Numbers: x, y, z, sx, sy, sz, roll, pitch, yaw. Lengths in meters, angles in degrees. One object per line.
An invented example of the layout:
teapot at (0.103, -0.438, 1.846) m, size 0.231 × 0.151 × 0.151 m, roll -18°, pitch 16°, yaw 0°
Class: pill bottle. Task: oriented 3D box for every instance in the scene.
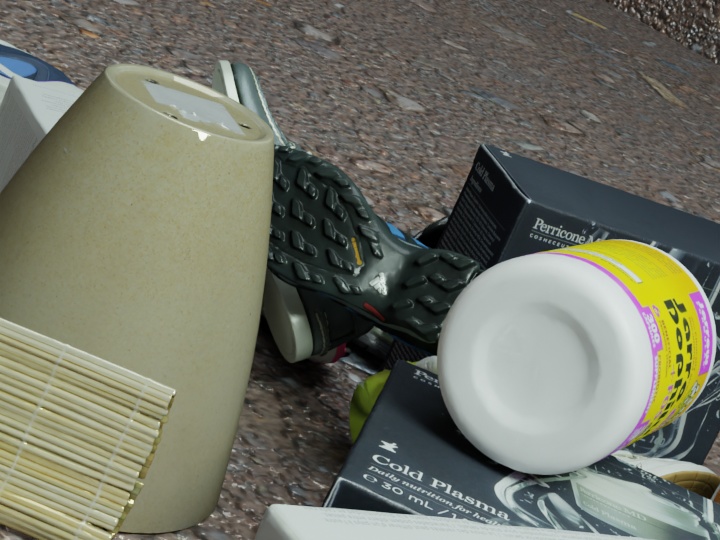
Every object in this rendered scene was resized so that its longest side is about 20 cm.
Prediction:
pill bottle at (0.118, 0.038, 1.056) m, size 0.104 × 0.104 × 0.200 m, roll 29°, pitch 15°, yaw 18°

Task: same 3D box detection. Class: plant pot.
plant pot at (-0.125, 0.001, 1.091) m, size 0.187 × 0.200 × 0.187 m, roll 22°, pitch 16°, yaw -6°

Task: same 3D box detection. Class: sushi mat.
sushi mat at (-0.194, 0.062, 0.989) m, size 0.200 × 0.096 × 0.012 m, roll 22°, pitch 8°, yaw -3°

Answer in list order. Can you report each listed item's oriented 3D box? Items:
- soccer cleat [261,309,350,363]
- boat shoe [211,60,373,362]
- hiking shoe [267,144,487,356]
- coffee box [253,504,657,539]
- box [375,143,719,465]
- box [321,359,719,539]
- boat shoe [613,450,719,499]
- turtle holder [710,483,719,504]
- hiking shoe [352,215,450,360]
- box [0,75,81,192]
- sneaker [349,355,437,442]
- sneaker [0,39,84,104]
soccer cleat at (-0.058, 0.010, 1.411) m, size 0.086 × 0.070 × 0.200 m, roll 2°, pitch 19°, yaw -13°
boat shoe at (-0.045, -0.042, 1.315) m, size 0.062 × 0.073 × 0.200 m, roll -13°, pitch 74°, yaw -16°
hiking shoe at (0.000, 0.000, 1.244) m, size 0.200 × 0.074 × 0.087 m, roll 34°, pitch -12°, yaw 15°
coffee box at (0.058, 0.217, 0.671) m, size 0.200 × 0.200 × 0.198 m, roll 10°, pitch 22°, yaw -39°
box at (0.140, 0.042, 1.355) m, size 0.200 × 0.182 × 0.104 m, roll 16°, pitch 17°, yaw -21°
box at (0.071, 0.159, 1.012) m, size 0.200 × 0.124 × 0.197 m, roll 24°, pitch 15°, yaw 2°
boat shoe at (0.143, 0.134, 1.269) m, size 0.200 × 0.071 × 0.069 m, roll 3°, pitch 27°, yaw -47°
turtle holder at (0.267, 0.186, 1.206) m, size 0.141 × 0.186 × 0.132 m, roll -4°, pitch 2°, yaw 27°
hiking shoe at (0.070, 0.014, 1.488) m, size 0.076 × 0.101 × 0.200 m, roll 34°, pitch 19°, yaw 29°
box at (-0.159, -0.031, 1.322) m, size 0.124 × 0.098 × 0.200 m, roll 16°, pitch 18°, yaw -28°
sneaker at (0.071, 0.081, 1.203) m, size 0.105 × 0.076 × 0.200 m, roll -4°, pitch 3°, yaw -22°
sneaker at (-0.297, -0.128, 1.490) m, size 0.200 × 0.081 × 0.146 m, roll 4°, pitch 17°, yaw -40°
